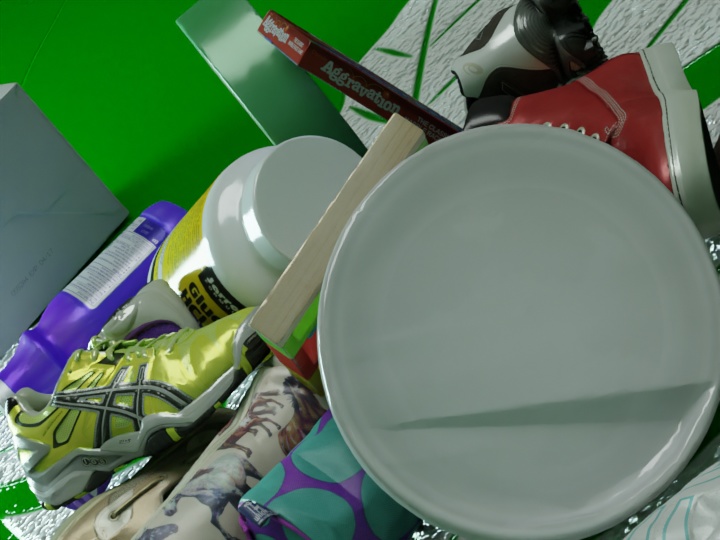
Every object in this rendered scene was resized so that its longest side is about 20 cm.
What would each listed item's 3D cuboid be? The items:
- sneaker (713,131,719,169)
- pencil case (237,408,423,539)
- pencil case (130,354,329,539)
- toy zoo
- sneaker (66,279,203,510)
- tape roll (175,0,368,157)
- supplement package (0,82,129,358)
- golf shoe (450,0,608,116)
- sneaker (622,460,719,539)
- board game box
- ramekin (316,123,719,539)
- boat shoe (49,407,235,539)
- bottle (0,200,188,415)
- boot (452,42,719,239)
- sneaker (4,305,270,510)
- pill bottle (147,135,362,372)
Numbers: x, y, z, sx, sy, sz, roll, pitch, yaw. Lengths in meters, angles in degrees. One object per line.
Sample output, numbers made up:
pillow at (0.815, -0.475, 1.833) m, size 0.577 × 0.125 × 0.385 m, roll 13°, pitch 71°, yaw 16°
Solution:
sneaker at (0.242, -0.116, 1.191) m, size 0.075 × 0.071 × 0.201 m, roll -15°, pitch 33°, yaw 44°
pencil case at (0.016, 0.087, 1.140) m, size 0.092 × 0.085 × 0.200 m, roll 27°, pitch 63°, yaw 30°
pencil case at (-0.078, 0.141, 1.178) m, size 0.078 × 0.090 × 0.200 m, roll -5°, pitch 40°, yaw 54°
toy zoo at (0.000, 0.000, 1.120) m, size 0.132 × 0.020 × 0.200 m, roll -55°, pitch -13°, yaw -7°
sneaker at (-0.151, 0.098, 1.333) m, size 0.081 × 0.083 × 0.201 m, roll -39°, pitch -14°, yaw -47°
tape roll at (-0.047, -0.107, 1.423) m, size 0.048 × 0.201 × 0.201 m, roll -39°, pitch 24°, yaw 1°
supplement package at (-0.328, -0.033, 1.747) m, size 0.200 × 0.156 × 0.110 m, roll -51°, pitch 26°, yaw -23°
golf shoe at (0.107, -0.121, 1.277) m, size 0.094 × 0.078 × 0.200 m, roll -30°, pitch -18°, yaw 10°
sneaker at (0.149, 0.133, 0.915) m, size 0.199 × 0.071 × 0.080 m, roll -34°, pitch 9°, yaw 4°
board game box at (0.031, -0.098, 1.307) m, size 0.020 × 0.199 × 0.103 m, roll -58°, pitch 24°, yaw 5°
ramekin at (0.076, 0.039, 1.023) m, size 0.202 × 0.202 × 0.094 m, roll -44°, pitch -9°, yaw -11°
boat shoe at (-0.122, 0.159, 1.235) m, size 0.200 × 0.072 × 0.065 m, roll -44°, pitch 23°, yaw -24°
bottle at (-0.194, 0.036, 1.549) m, size 0.200 × 0.065 × 0.083 m, roll -45°, pitch 24°, yaw -13°
boot at (0.117, -0.056, 1.115) m, size 0.143 × 0.073 × 0.200 m, roll -15°, pitch 22°, yaw 4°
sneaker at (-0.136, 0.071, 1.242) m, size 0.199 × 0.077 × 0.075 m, roll -32°, pitch 4°, yaw 21°
pill bottle at (-0.059, -0.010, 1.309) m, size 0.113 × 0.112 × 0.200 m, roll -52°, pitch 5°, yaw -27°
